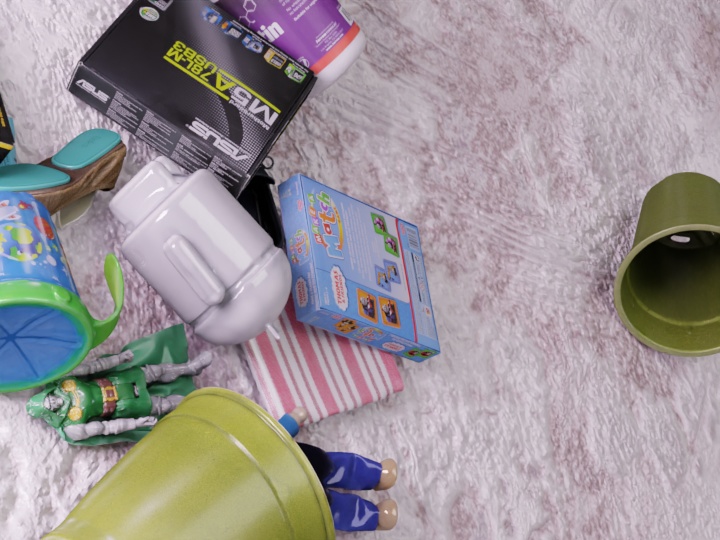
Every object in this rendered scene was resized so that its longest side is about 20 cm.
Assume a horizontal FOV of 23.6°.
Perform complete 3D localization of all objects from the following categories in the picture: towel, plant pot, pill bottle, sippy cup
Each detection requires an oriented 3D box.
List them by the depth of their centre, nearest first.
[{"bbox_3d":[-0.156,0.228,1.411,0.192,0.200,0.202,-30,90,-40],"label":"plant pot"},{"bbox_3d":[-0.296,0.010,1.427,0.177,0.139,0.131,28,36,-47],"label":"sippy cup"},{"bbox_3d":[-0.046,0.077,1.739,0.199,0.030,0.148,-15,79,-48],"label":"towel"},{"bbox_3d":[-0.093,-0.283,1.835,0.200,0.112,0.113,49,40,-14],"label":"pill bottle"},{"bbox_3d":[0.423,-0.026,2.217,0.200,0.199,0.191,43,29,-21],"label":"plant pot"}]

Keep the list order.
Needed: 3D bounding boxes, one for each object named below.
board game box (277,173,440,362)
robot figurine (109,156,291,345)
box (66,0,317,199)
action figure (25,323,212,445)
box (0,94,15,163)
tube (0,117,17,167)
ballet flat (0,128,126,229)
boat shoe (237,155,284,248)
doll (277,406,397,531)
[{"bbox_3d":[0.000,0.000,1.773,0.199,0.036,0.153,23,50,-48],"label":"board game box"},{"bbox_3d":[-0.143,-0.013,1.604,0.200,0.113,0.170,47,13,-4],"label":"robot figurine"},{"bbox_3d":[-0.162,-0.186,1.708,0.199,0.048,0.194,34,40,-3],"label":"box"},{"bbox_3d":[-0.210,0.110,1.517,0.199,0.054,0.119,-7,73,-46],"label":"action figure"},{"bbox_3d":[-0.387,-0.180,1.453,0.159,0.049,0.201,19,37,-43],"label":"box"},{"bbox_3d":[-0.368,-0.102,1.475,0.199,0.050,0.079,2,80,-52],"label":"tube"},{"bbox_3d":[-0.276,-0.068,1.538,0.200,0.067,0.073,-39,140,-59],"label":"ballet flat"},{"bbox_3d":[-0.119,-0.092,1.731,0.074,0.062,0.202,6,62,-44],"label":"boat shoe"},{"bbox_3d":[-0.053,0.196,1.638,0.198,0.048,0.138,14,68,-38],"label":"doll"}]
